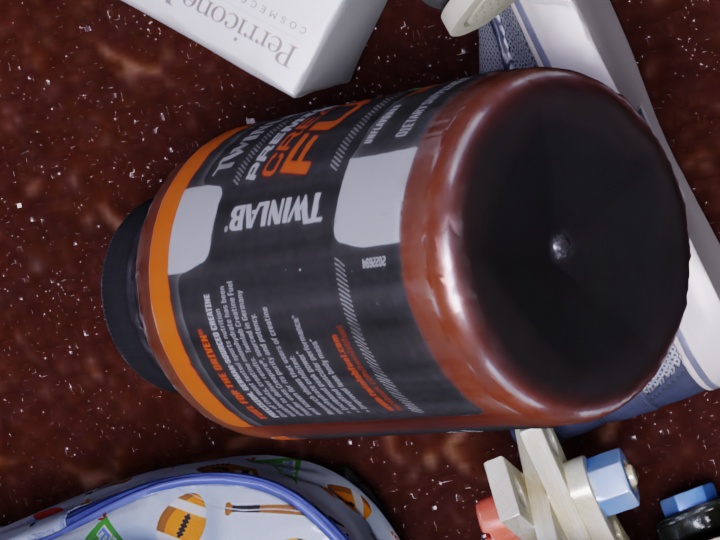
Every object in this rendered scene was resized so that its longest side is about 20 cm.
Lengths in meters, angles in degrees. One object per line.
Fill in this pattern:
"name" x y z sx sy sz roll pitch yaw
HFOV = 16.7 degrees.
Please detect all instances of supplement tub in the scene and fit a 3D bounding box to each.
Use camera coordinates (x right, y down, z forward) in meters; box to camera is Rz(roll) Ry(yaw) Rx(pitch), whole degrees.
"supplement tub" 0.000 0.000 0.775 0.200 0.107 0.107 -8 99 50

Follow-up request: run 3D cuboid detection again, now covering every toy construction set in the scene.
"toy construction set" 0.141 0.081 0.796 0.199 0.131 0.093 -7 86 14

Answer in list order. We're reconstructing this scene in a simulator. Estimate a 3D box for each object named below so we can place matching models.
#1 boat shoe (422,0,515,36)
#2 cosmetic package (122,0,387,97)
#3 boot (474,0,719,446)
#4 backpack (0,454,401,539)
"boat shoe" 0.063 -0.146 0.762 0.068 0.200 0.072 37 145 -3
"cosmetic package" -0.016 -0.170 0.814 0.113 0.081 0.201 27 101 7
"boot" 0.053 -0.039 0.826 0.090 0.073 0.201 -25 89 17
"backpack" -0.065 0.153 0.843 0.190 0.154 0.201 -26 91 5
